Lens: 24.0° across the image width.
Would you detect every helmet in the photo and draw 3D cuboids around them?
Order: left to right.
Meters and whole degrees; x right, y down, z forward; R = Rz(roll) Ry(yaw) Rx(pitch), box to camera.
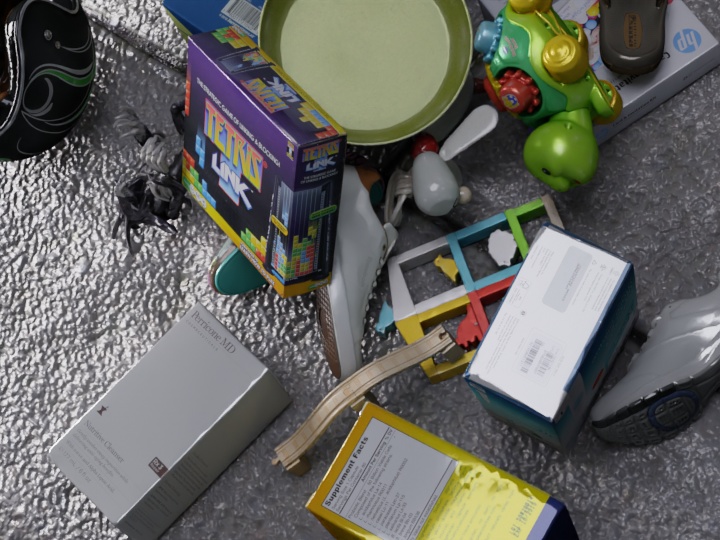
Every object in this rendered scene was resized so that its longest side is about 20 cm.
[{"bbox_3d":[-0.361,-0.213,1.721,0.198,0.191,0.202,4,102,16],"label":"helmet"}]

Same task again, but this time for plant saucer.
[{"bbox_3d":[0.004,-0.210,1.566,0.198,0.031,0.202,0,80,-2],"label":"plant saucer"}]

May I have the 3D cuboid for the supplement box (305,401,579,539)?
[{"bbox_3d":[0.072,0.216,1.450,0.199,0.110,0.109,26,74,23],"label":"supplement box"}]

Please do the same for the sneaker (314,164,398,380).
[{"bbox_3d":[0.000,0.000,1.578,0.084,0.073,0.202,-4,88,-15],"label":"sneaker"}]

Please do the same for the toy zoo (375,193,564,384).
[{"bbox_3d":[0.108,0.022,1.579,0.199,0.020,0.132,-23,62,5],"label":"toy zoo"}]

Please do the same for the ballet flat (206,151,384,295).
[{"bbox_3d":[-0.069,-0.049,1.642,0.199,0.069,0.071,-35,44,-6],"label":"ballet flat"}]

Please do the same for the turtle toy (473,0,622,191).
[{"bbox_3d":[0.170,-0.167,1.544,0.101,0.146,0.201,-31,62,14],"label":"turtle toy"}]

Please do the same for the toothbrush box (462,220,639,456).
[{"bbox_3d":[0.166,0.063,1.431,0.085,0.200,0.147,26,81,15],"label":"toothbrush box"}]

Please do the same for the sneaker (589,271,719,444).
[{"bbox_3d":[0.280,0.079,1.489,0.199,0.075,0.087,-34,50,-9],"label":"sneaker"}]

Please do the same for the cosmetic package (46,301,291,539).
[{"bbox_3d":[-0.174,0.143,1.567,0.113,0.081,0.200,38,81,28],"label":"cosmetic package"}]

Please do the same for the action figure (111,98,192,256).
[{"bbox_3d":[-0.196,-0.117,1.676,0.201,0.102,0.119,-52,45,-2],"label":"action figure"}]

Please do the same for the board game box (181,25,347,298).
[{"bbox_3d":[-0.092,-0.100,1.534,0.056,0.166,0.200,-18,43,-28],"label":"board game box"}]

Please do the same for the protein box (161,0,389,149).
[{"bbox_3d":[-0.048,-0.260,1.687,0.198,0.135,0.200,35,79,26],"label":"protein box"}]

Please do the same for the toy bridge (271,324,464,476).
[{"bbox_3d":[0.000,0.116,1.525,0.199,0.067,0.027,-37,64,5],"label":"toy bridge"}]

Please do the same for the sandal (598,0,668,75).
[{"bbox_3d":[0.251,-0.274,1.606,0.081,0.055,0.201,-1,56,9],"label":"sandal"}]

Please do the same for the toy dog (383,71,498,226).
[{"bbox_3d":[0.089,-0.135,1.617,0.095,0.132,0.202,9,73,-15],"label":"toy dog"}]

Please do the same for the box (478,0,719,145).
[{"bbox_3d":[0.230,-0.236,1.655,0.155,0.041,0.201,-33,63,-1],"label":"box"}]
